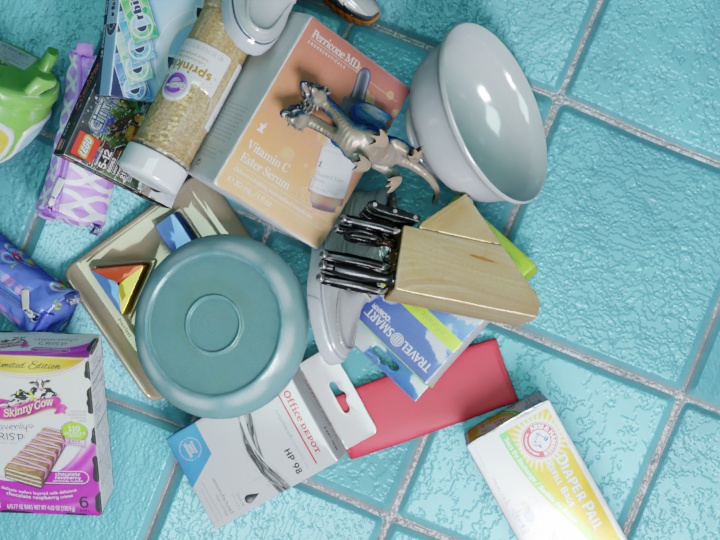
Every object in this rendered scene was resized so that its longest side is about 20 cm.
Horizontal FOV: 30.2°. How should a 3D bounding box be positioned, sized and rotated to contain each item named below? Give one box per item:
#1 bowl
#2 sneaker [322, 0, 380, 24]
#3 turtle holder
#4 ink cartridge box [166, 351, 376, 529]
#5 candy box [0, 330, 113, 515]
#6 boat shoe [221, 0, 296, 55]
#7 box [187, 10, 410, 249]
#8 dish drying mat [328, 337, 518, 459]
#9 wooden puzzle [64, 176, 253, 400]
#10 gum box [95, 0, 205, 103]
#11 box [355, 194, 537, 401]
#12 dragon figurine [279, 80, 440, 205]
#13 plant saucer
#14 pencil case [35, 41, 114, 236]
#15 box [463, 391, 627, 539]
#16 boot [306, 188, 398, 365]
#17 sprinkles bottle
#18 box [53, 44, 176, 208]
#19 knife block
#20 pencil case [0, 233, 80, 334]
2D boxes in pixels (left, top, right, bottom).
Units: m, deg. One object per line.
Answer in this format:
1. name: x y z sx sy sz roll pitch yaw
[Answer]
1. bowl: 0.111 -0.155 1.421 0.090 0.201 0.202 -18 89 35
2. sneaker: -0.037 -0.362 1.469 0.092 0.076 0.200 -42 89 -2
3. turtle holder: -0.399 -0.176 1.437 0.141 0.186 0.132 12 118 -34
4. ink cartridge box: -0.096 0.181 1.459 0.200 0.067 0.116 -31 87 9
5. candy box: -0.347 0.167 1.449 0.136 0.061 0.201 1 114 3
6. boat shoe: -0.086 -0.307 1.354 0.073 0.065 0.201 29 53 -26
7. box: -0.071 -0.152 1.413 0.152 0.106 0.200 31 89 -33
8. dish drying mat: 0.070 0.143 1.486 0.199 0.018 0.077 -20 87 2
9. wooden puzzle: -0.205 0.019 1.487 0.200 0.046 0.186 -35 88 2
10. gum box: -0.174 -0.257 1.422 0.199 0.044 0.171 5 94 -32
11. box: 0.083 0.031 1.461 0.122 0.048 0.200 43 91 14
12. dragon figurine: 0.009 -0.133 1.359 0.059 0.200 0.099 -55 47 17
13. plant saucer: -0.154 0.059 1.431 0.199 0.027 0.201 -1 84 13
14. pencil case: -0.306 -0.144 1.473 0.084 0.085 0.201 11 88 30
15. box: 0.202 0.243 1.432 0.101 0.112 0.201 -29 87 2
16. boot: 0.000 0.000 1.426 0.095 0.074 0.201 -12 62 21
17. sprinkles bottle: -0.174 -0.179 1.368 0.068 0.068 0.201 26 82 3
18. box: -0.229 -0.186 1.446 0.136 0.038 0.201 27 81 -31
19. knife block: 0.062 0.010 1.377 0.175 0.064 0.200 -34 87 -14
20. pencil case: -0.403 0.001 1.474 0.200 0.087 0.078 37 96 6
